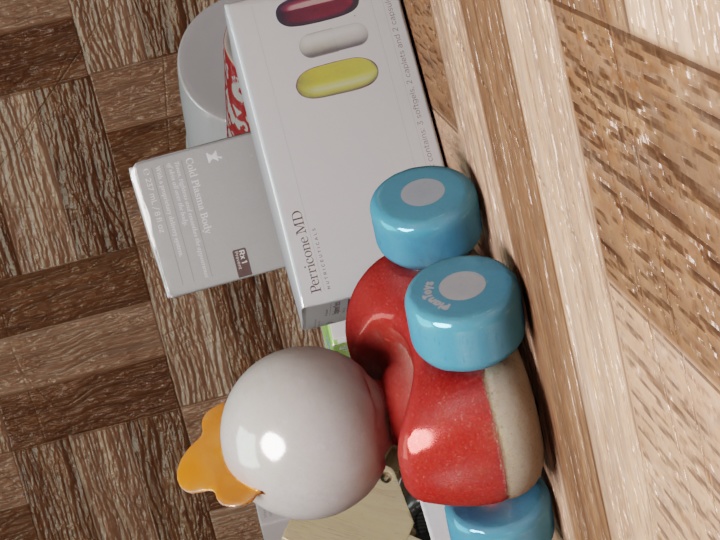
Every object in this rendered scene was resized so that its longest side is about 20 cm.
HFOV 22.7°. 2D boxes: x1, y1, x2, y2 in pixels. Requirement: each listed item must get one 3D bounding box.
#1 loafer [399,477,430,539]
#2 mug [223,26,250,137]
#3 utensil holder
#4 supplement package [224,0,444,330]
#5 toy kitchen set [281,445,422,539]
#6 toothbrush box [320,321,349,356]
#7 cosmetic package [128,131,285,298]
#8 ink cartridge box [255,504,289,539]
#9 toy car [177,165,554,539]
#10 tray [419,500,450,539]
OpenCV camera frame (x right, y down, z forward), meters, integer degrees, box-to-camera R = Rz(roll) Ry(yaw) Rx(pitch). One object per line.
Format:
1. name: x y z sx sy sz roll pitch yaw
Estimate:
1. loafer: 0.067 0.209 1.534 0.200 0.073 0.071 91 175 -59
2. mug: -0.049 -0.148 1.695 0.200 0.177 0.134 88 -155 -54
3. utensil holder: -0.112 -0.183 1.938 0.200 0.170 0.170 89 167 -67
4. supplement package: -0.011 -0.075 1.179 0.156 0.111 0.200 102 153 -83
5. toy kitchen set: 0.064 0.161 1.278 0.163 0.180 0.200 90 -155 -65
6. toothbrush box: 0.000 0.000 1.508 0.200 0.086 0.146 100 158 -79
7. cosmetic package: -0.059 -0.055 1.329 0.090 0.200 0.107 -128 21 -86
8. ink cartridge box: -0.030 0.280 2.237 0.146 0.200 0.147 81 174 -46
9. toy car: -0.009 0.071 1.002 0.177 0.200 0.185 -109 6 -52
10. tray: 0.066 0.114 1.144 0.107 0.022 0.200 23 -139 -45
